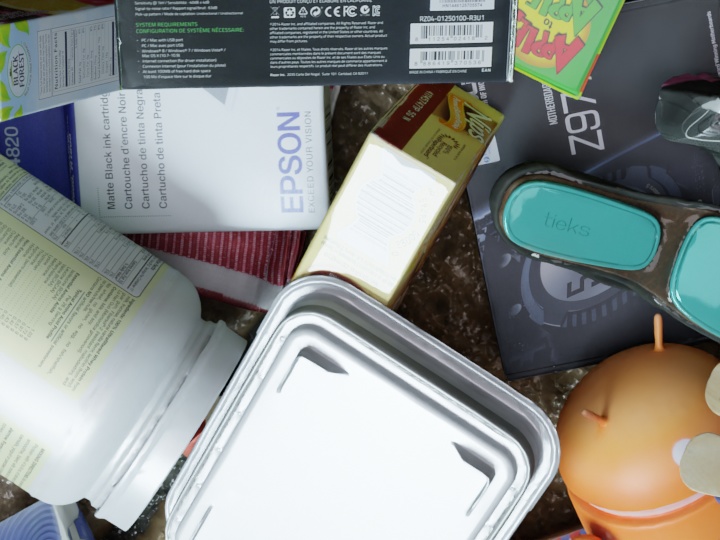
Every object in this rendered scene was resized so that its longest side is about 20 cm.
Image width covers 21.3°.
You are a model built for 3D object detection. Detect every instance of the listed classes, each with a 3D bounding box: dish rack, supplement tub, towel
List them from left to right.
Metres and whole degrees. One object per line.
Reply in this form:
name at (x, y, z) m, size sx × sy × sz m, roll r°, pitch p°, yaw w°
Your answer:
supplement tub at (-0.176, 0.035, 1.026) m, size 0.199 × 0.145 × 0.145 m, roll 34°, pitch 102°, yaw -4°
towel at (-0.089, -0.083, 1.101) m, size 0.143 × 0.023 × 0.201 m, roll 14°, pitch 103°, yaw 0°
dish rack at (-0.009, 0.120, 1.005) m, size 0.171 × 0.044 × 0.201 m, roll 32°, pitch 118°, yaw 3°

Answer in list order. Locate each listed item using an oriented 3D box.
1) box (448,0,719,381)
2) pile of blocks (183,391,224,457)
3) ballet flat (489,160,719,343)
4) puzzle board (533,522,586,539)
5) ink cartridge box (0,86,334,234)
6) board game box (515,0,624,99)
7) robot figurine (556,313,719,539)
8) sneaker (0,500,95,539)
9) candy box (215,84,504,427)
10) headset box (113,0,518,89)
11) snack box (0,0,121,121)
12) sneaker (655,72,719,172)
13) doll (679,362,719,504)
box at (0.140, -0.051, 1.086) m, size 0.159 × 0.044 × 0.201 m, roll -11°, pitch 103°, yaw 4°
pile of blocks at (-0.085, 0.164, 1.127) m, size 0.062 × 0.082 × 0.201 m, roll -1°, pitch 104°, yaw 2°
ballet flat at (0.165, -0.015, 1.036) m, size 0.199 × 0.068 × 0.068 m, roll 24°, pitch 105°, yaw -4°
puzzle board at (0.098, 0.256, 1.121) m, size 0.017 × 0.150 × 0.201 m, roll 13°, pitch 108°, yaw 43°
ink cartridge box at (-0.116, -0.120, 1.062) m, size 0.199 × 0.041 × 0.201 m, roll -2°, pitch 103°, yaw 4°
board game box at (0.045, -0.179, 1.005) m, size 0.199 × 0.048 × 0.102 m, roll 24°, pitch 99°, yaw -8°
robot figurine at (0.178, 0.125, 1.072) m, size 0.143 × 0.117 × 0.201 m, roll -23°, pitch 122°, yaw 8°
sneaker at (-0.157, 0.235, 1.145) m, size 0.080 × 0.115 × 0.200 m, roll -25°, pitch 77°, yaw 20°
candy box at (0.000, 0.000, 1.043) m, size 0.055 × 0.115 × 0.201 m, roll 32°, pitch 118°, yaw 4°
headset box at (-0.024, -0.164, 0.883) m, size 0.173 × 0.200 × 0.093 m, roll -1°, pitch 118°, yaw -3°
snack box at (-0.214, -0.128, 0.993) m, size 0.199 × 0.142 × 0.053 m, roll 13°, pitch 110°, yaw 30°
sneaker at (0.244, -0.043, 1.036) m, size 0.199 × 0.080 × 0.087 m, roll 16°, pitch 99°, yaw -23°
doll at (0.246, 0.101, 1.023) m, size 0.048 × 0.200 × 0.137 m, roll 16°, pitch 84°, yaw 41°
